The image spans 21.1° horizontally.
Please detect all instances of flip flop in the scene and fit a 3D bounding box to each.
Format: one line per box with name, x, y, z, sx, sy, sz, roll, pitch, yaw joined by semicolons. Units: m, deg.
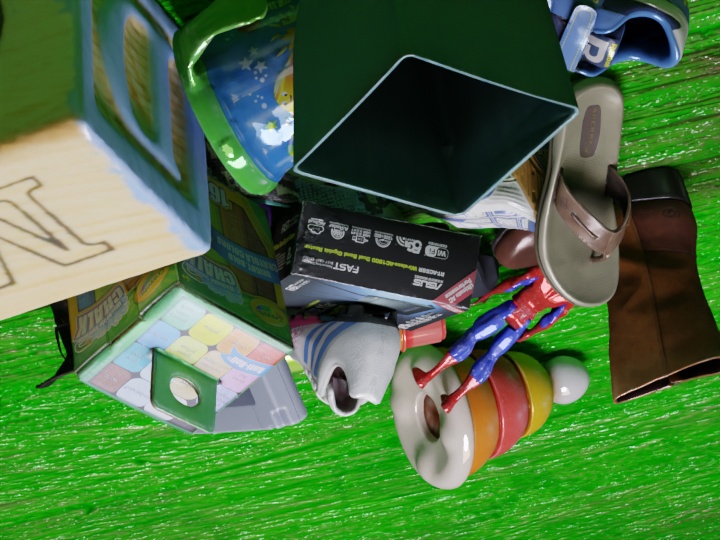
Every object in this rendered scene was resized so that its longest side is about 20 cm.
flip flop;0.192;-0.059;1.586;0.080;0.058;0.202;-11;118;-27

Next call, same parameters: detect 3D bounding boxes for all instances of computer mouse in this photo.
computer mouse;0.081;-0.005;1.716;0.058;0.034;0.200;-2;166;19

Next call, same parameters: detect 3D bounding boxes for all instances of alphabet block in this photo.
alphabet block;-0.239;-0.103;1.386;0.198;0.197;0.197;-18;146;16

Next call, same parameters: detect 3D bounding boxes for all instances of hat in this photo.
hat;-0.230;0.021;1.684;0.200;0.201;0.081;-34;100;38

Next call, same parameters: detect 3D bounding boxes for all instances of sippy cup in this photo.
sippy cup;-0.051;-0.144;1.425;0.130;0.141;0.178;-26;-175;12

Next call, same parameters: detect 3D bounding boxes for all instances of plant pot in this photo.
plant pot;0.039;-0.169;1.318;0.140;0.202;0.141;14;143;-30

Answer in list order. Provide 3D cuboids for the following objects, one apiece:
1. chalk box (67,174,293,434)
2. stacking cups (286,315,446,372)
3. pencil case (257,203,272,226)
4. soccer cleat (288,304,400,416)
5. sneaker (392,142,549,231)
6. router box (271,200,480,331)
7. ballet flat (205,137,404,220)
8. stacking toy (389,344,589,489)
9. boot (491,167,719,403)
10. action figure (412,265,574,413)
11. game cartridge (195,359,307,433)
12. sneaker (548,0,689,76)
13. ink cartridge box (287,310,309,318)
chalk box;-0.139;0.031;1.481;0.124;0.201;0.124;-39;132;24
stacking cups;-0.023;0.058;1.770;0.198;0.061;0.061;-11;151;-12
pencil case;-0.169;-0.046;1.604;0.198;0.089;0.088;8;147;-27
soccer cleat;-0.025;0.080;1.634;0.069;0.087;0.200;12;170;-17
sneaker;0.118;-0.069;1.647;0.198;0.076;0.088;15;158;-25
router box;0.000;0.000;1.600;0.148;0.063;0.200;12;170;-11
ballet flat;-0.043;-0.078;1.588;0.198;0.075;0.074;11;145;-28
stacking toy;0.142;0.128;1.941;0.198;0.147;0.146;-12;154;-27
boot;0.214;0.027;1.680;0.187;0.202;0.069;-13;150;11
action figure;0.137;0.046;1.803;0.200;0.052;0.065;-41;106;13
game cartridge;-0.125;0.076;1.702;0.041;0.134;0.199;-22;-174;-30
sneaker;0.152;-0.191;1.422;0.198;0.083;0.074;1;150;-10
ink cartridge box;-0.097;0.028;1.779;0.118;0.042;0.201;-1;146;-14
